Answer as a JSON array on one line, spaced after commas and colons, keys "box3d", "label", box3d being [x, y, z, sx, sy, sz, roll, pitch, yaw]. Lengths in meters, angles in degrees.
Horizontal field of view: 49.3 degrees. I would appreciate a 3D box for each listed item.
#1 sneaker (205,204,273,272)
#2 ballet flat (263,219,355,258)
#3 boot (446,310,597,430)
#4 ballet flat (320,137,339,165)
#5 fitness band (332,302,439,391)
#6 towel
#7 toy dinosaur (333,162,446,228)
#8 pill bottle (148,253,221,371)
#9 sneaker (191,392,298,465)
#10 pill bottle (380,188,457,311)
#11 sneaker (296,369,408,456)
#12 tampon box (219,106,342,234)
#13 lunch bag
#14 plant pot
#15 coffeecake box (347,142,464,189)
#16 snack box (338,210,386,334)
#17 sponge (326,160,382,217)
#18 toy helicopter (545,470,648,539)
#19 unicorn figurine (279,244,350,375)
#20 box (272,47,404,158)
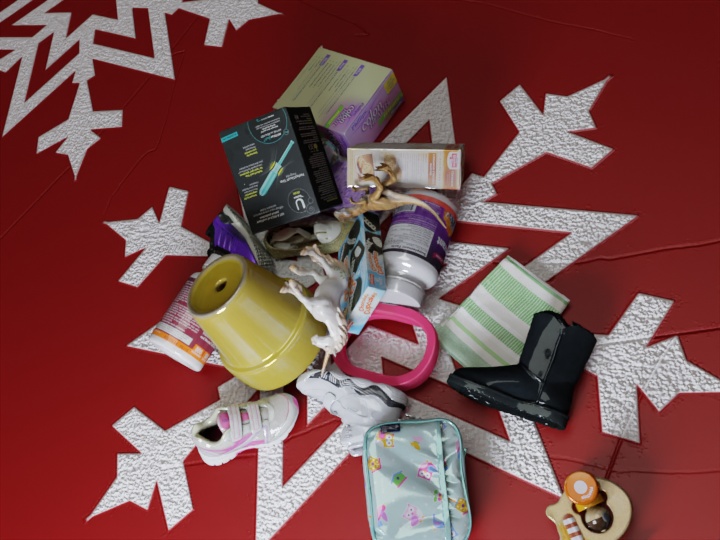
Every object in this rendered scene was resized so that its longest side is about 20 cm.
[{"box3d": [-0.248, -0.036, 1.549, 0.099, 0.070, 0.200, -40, 51, 3], "label": "sneaker"}, {"box3d": [-0.094, -0.065, 1.502, 0.200, 0.071, 0.071, -9, 59, 15], "label": "ballet flat"}, {"box3d": [0.255, 0.141, 1.235, 0.200, 0.076, 0.168, 17, 71, 15], "label": "boot"}, {"box3d": [-0.141, -0.220, 1.574, 0.200, 0.072, 0.072, -18, 56, 23], "label": "ballet flat"}, {"box3d": [0.043, 0.130, 1.346, 0.200, 0.037, 0.144, 11, 69, 33], "label": "fitness band"}, {"box3d": [0.233, 0.082, 1.318, 0.200, 0.023, 0.153, -45, 57, -8], "label": "towel"}, {"box3d": [0.049, -0.126, 1.352, 0.200, 0.106, 0.060, -2, 33, 25], "label": "toy dinosaur"}, {"box3d": [-0.293, 0.076, 1.467, 0.114, 0.114, 0.200, 22, 72, 30], "label": "pill bottle"}, {"box3d": [-0.201, 0.265, 1.337, 0.200, 0.088, 0.081, -28, 55, 4], "label": "sneaker"}, {"box3d": [0.094, -0.034, 1.385, 0.111, 0.111, 0.200, 9, 66, 25], "label": "pill bottle"}, {"box3d": [-0.028, 0.236, 1.297, 0.200, 0.075, 0.115, 9, 63, 22], "label": "sneaker"}, {"box3d": [-0.148, -0.190, 1.479, 0.150, 0.126, 0.200, -16, 96, 21], "label": "tampon box"}, {"box3d": [0.086, 0.318, 1.179, 0.160, 0.077, 0.200, -5, 69, 1], "label": "lunch bag"}, {"box3d": [-0.188, 0.075, 1.353, 0.201, 0.189, 0.201, -22, 44, 23], "label": "plant pot"}, {"box3d": [0.087, -0.193, 1.430, 0.200, 0.154, 0.073, 2, 103, 10], "label": "coffeecake box"}, {"box3d": [0.000, 0.000, 1.377, 0.037, 0.116, 0.200, 15, 41, -18], "label": "snack box"}, {"box3d": [-0.037, -0.165, 1.560, 0.200, 0.030, 0.112, 12, 67, 27], "label": "sponge"}, {"box3d": [0.309, 0.386, 1.098, 0.132, 0.079, 0.200, 36, 89, 24], "label": "toy helicopter"}, {"box3d": [-0.065, 0.048, 1.302, 0.074, 0.137, 0.200, -35, 24, 56], "label": "unicorn figurine"}, {"box3d": [-0.045, -0.346, 1.628, 0.200, 0.097, 0.176, 25, 72, 31], "label": "box"}]
